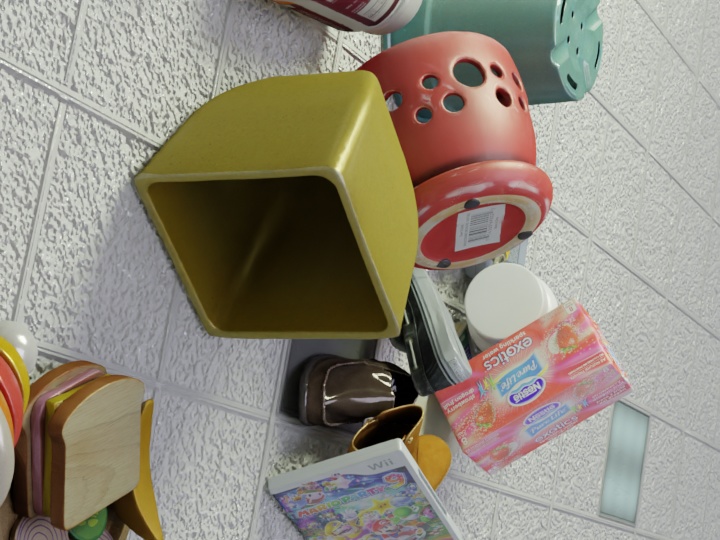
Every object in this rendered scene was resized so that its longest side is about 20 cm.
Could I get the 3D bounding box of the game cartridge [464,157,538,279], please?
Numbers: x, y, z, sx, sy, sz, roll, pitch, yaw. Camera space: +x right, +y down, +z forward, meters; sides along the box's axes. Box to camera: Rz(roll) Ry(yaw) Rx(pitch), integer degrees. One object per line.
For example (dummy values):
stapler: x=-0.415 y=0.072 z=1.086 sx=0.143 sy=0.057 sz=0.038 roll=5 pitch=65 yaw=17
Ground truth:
game cartridge: x=0.178 y=-0.077 z=1.958 sx=0.133 sy=0.041 sz=0.200 roll=22 pitch=74 yaw=-56

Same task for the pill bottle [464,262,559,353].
pill bottle: x=0.194 y=0.069 z=1.893 sx=0.200 sy=0.114 sz=0.114 roll=49 pitch=51 yaw=-65

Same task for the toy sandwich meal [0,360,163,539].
toy sandwich meal: x=-0.218 y=0.172 z=1.232 sx=0.205 sy=0.070 sz=0.205 roll=-13 pitch=105 yaw=-60

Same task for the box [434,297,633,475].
box: x=0.198 y=0.136 z=1.782 sx=0.095 sy=0.200 sz=0.103 roll=43 pitch=18 yaw=-55

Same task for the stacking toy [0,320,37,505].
stacking toy: x=-0.284 y=0.087 z=1.086 sx=0.200 sy=0.146 sz=0.146 roll=-64 pitch=150 yaw=-68

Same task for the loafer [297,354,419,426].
loafer: x=0.002 y=0.123 z=1.624 sx=0.200 sy=0.071 sz=0.073 roll=-9 pitch=101 yaw=-61

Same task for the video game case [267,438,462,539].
video game case: x=0.009 y=0.251 z=1.590 sx=0.200 sy=0.143 sz=0.018 roll=60 pitch=17 yaw=-45

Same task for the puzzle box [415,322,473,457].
puzzle box: x=0.089 y=0.169 z=1.837 sx=0.200 sy=0.025 sz=0.133 roll=-48 pitch=133 yaw=-49

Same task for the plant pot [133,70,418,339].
plant pot: x=-0.052 y=-0.075 z=1.395 sx=0.200 sy=0.195 sz=0.194 roll=-67 pitch=147 yaw=-43

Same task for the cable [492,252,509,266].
cable: x=0.185 y=-0.077 z=1.914 sx=0.200 sy=0.050 sz=0.097 roll=-46 pitch=126 yaw=-66

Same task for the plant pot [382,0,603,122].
plant pot: x=0.156 y=-0.265 z=1.728 sx=0.200 sy=0.196 sz=0.201 roll=-10 pitch=101 yaw=-60

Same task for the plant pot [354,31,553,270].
plant pot: x=0.084 y=-0.111 z=1.556 sx=0.200 sy=0.200 sz=0.183 roll=37 pitch=33 yaw=-57

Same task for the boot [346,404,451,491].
boot: x=0.048 y=0.192 z=1.649 sx=0.201 sy=0.071 sz=0.144 roll=-27 pitch=149 yaw=-42

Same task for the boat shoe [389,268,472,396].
boat shoe: x=0.062 y=0.060 z=1.693 sx=0.072 sy=0.071 sz=0.200 roll=58 pitch=8 yaw=-33

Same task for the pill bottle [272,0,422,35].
pill bottle: x=-0.023 y=-0.294 z=1.482 sx=0.200 sy=0.114 sz=0.114 roll=10 pitch=85 yaw=-61
